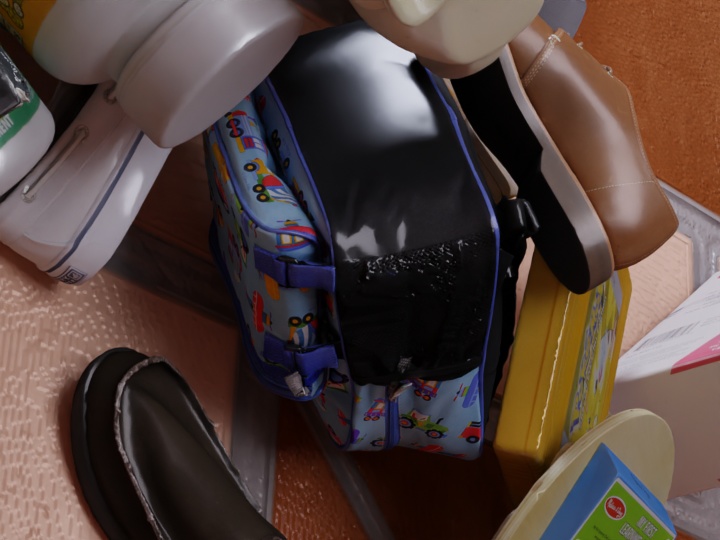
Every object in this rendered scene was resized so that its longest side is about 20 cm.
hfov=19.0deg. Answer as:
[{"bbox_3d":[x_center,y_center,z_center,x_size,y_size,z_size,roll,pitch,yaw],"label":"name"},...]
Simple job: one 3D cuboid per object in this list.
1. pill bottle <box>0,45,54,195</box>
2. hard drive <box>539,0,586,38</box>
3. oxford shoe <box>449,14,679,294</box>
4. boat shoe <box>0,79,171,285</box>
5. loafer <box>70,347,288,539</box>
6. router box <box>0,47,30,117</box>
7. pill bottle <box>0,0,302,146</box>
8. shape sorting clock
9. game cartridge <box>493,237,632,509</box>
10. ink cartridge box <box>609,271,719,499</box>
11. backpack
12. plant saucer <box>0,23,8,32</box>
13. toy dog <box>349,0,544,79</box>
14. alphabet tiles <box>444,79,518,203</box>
[{"bbox_3d":[-0.226,-0.105,0.883,0.200,0.113,0.113,55,41,-16],"label":"pill bottle"},{"bbox_3d":[0.054,-0.201,1.246,0.200,0.042,0.135,15,42,-55],"label":"hard drive"},{"bbox_3d":[0.092,-0.091,1.060,0.071,0.071,0.201,-25,85,-16],"label":"oxford shoe"},{"bbox_3d":[-0.112,-0.094,1.007,0.065,0.073,0.201,32,69,-25],"label":"boat shoe"},{"bbox_3d":[-0.064,0.123,0.993,0.073,0.071,0.201,-32,98,-50],"label":"loafer"},{"bbox_3d":[-0.244,-0.075,0.792,0.150,0.200,0.062,58,-3,-11],"label":"router box"},{"bbox_3d":[-0.121,-0.154,0.927,0.200,0.113,0.113,49,40,6],"label":"pill bottle"},{"bbox_3d":[0.099,0.158,1.105,0.039,0.201,0.200,36,29,28],"label":"shape sorting clock"},{"bbox_3d":[0.112,0.045,1.151,0.200,0.032,0.177,67,34,-67],"label":"game cartridge"},{"bbox_3d":[0.251,0.053,1.320,0.200,0.146,0.083,-34,100,-49],"label":"ink cartridge box"},{"bbox_3d":[0.000,0.000,1.056,0.134,0.200,0.183,-12,47,-10],"label":"backpack"},{"bbox_3d":[-0.161,-0.196,1.063,0.200,0.027,0.201,22,58,-41],"label":"plant saucer"},{"bbox_3d":[0.007,-0.198,0.958,0.200,0.139,0.194,46,-12,26],"label":"toy dog"},{"bbox_3d":[0.049,-0.104,1.191,0.196,0.015,0.200,54,10,-16],"label":"alphabet tiles"}]
